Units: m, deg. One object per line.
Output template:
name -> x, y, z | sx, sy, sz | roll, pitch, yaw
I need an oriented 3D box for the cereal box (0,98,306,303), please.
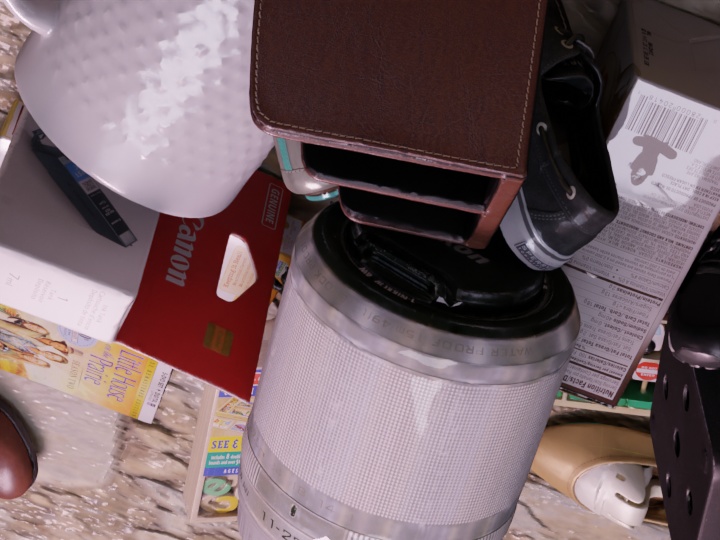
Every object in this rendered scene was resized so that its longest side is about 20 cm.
cereal box -> -0.151, -0.017, 1.190 | 0.198, 0.040, 0.144 | 22, 140, -11

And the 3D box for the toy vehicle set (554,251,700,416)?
toy vehicle set -> 0.172, 0.039, 1.214 | 0.197, 0.027, 0.125 | 6, 130, 3

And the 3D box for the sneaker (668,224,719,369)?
sneaker -> 0.222, -0.032, 1.051 | 0.075, 0.200, 0.088 | 8, 133, 35

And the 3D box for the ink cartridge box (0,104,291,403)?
ink cartridge box -> -0.122, -0.036, 1.078 | 0.175, 0.201, 0.045 | 22, 129, -12

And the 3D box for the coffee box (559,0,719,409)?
coffee box -> 0.150, -0.040, 1.076 | 0.079, 0.115, 0.201 | 19, 122, -6

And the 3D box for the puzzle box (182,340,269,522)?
puzzle box -> -0.005, 0.099, 1.168 | 0.198, 0.026, 0.134 | -1, 129, -18

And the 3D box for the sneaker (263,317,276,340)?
sneaker -> -0.024, 0.113, 1.238 | 0.080, 0.077, 0.202 | -7, 125, 6

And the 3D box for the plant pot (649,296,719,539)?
plant pot -> 0.272, 0.097, 1.107 | 0.175, 0.201, 0.201 | -1, 138, -2

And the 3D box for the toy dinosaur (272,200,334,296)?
toy dinosaur -> 0.000, 0.000, 1.135 | 0.088, 0.047, 0.201 | 16, 109, -38

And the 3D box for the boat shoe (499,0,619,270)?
boat shoe -> 0.103, -0.095, 1.002 | 0.068, 0.202, 0.056 | 23, 140, -38

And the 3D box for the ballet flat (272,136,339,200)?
ballet flat -> 0.025, -0.104, 1.026 | 0.067, 0.199, 0.064 | -7, 111, 45

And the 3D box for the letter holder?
letter holder -> 0.017, -0.133, 0.932 | 0.140, 0.202, 0.101 | 11, 161, -4

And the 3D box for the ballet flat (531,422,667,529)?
ballet flat -> 0.209, 0.151, 1.279 | 0.198, 0.063, 0.069 | 10, 130, 0

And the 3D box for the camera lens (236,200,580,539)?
camera lens -> 0.023, 0.070, 1.023 | 0.158, 0.160, 0.202 | 14, 118, -4

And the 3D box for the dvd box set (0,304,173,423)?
dvd box set -> -0.216, 0.033, 1.218 | 0.198, 0.030, 0.146 | 21, 154, -6

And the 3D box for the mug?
mug -> -0.104, -0.152, 1.007 | 0.199, 0.148, 0.176 | 25, 119, -28

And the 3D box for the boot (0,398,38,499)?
boot -> -0.304, 0.147, 1.254 | 0.068, 0.201, 0.189 | -18, 125, 22
